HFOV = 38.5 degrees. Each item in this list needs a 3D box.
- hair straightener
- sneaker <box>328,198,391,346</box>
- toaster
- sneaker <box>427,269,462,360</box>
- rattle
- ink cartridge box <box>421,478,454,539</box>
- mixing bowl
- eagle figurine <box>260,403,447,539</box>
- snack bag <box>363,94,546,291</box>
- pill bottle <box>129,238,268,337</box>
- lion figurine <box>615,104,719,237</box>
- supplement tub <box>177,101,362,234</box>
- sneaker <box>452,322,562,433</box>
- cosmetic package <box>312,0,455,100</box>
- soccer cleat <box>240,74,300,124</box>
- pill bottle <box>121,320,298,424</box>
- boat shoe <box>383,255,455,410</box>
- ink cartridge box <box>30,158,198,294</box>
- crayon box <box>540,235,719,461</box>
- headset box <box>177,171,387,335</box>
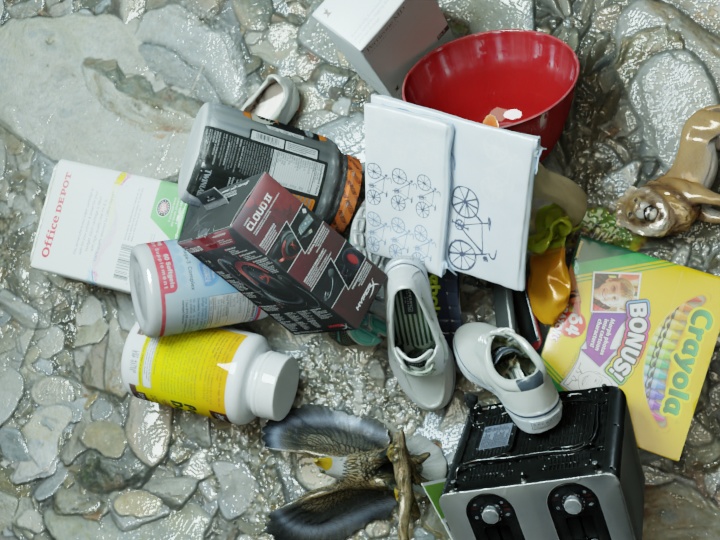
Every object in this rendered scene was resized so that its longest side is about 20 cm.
[{"bbox_3d":[0.154,-0.004,1.183,0.076,0.041,0.202,-2,78,-26],"label":"hair straightener"},{"bbox_3d":[0.000,0.000,1.229,0.077,0.091,0.202,24,63,-21],"label":"sneaker"},{"bbox_3d":[0.188,0.207,1.050,0.179,0.200,0.120,-12,110,21],"label":"toaster"},{"bbox_3d":[0.084,0.033,1.204,0.073,0.082,0.202,6,102,0],"label":"sneaker"},{"bbox_3d":[0.157,-0.051,1.086,0.129,0.200,0.144,19,79,31],"label":"rattle"},{"bbox_3d":[0.104,0.331,1.105,0.075,0.148,0.201,-32,73,13],"label":"ink cartridge box"},{"bbox_3d":[0.154,-0.175,1.172,0.198,0.109,0.201,-10,41,9],"label":"mixing bowl"},{"bbox_3d":[-0.015,0.232,1.185,0.199,0.151,0.152,-14,31,43],"label":"eagle figurine"},{"bbox_3d":[0.090,-0.074,1.077,0.198,0.021,0.190,19,127,26],"label":"snack bag"},{"bbox_3d":[-0.165,0.011,1.217,0.198,0.109,0.110,-9,76,-23],"label":"pill bottle"},{"bbox_3d":[0.373,-0.116,1.147,0.122,0.073,0.201,21,73,31],"label":"lion figurine"},{"bbox_3d":[-0.106,-0.113,1.216,0.198,0.122,0.124,16,85,-18],"label":"supplement tub"},{"bbox_3d":[0.151,0.090,1.079,0.072,0.200,0.071,-22,117,-13],"label":"sneaker"},{"bbox_3d":[0.034,-0.278,1.196,0.081,0.200,0.113,41,94,18],"label":"cosmetic package"},{"bbox_3d":[-0.141,-0.154,1.292,0.069,0.078,0.201,27,90,18],"label":"soccer cleat"},{"bbox_3d":[-0.179,0.120,1.243,0.198,0.109,0.110,11,84,18],"label":"pill bottle"},{"bbox_3d":[0.058,0.084,1.138,0.073,0.067,0.202,-12,118,12],"label":"boat shoe"},{"bbox_3d":[-0.304,-0.048,1.319,0.198,0.087,0.147,13,85,16],"label":"ink cartridge box"},{"bbox_3d":[0.295,0.084,1.135,0.171,0.058,0.202,18,87,18],"label":"crayon box"},{"bbox_3d":[-0.093,-0.019,1.107,0.200,0.148,0.075,39,66,-21],"label":"headset box"}]
